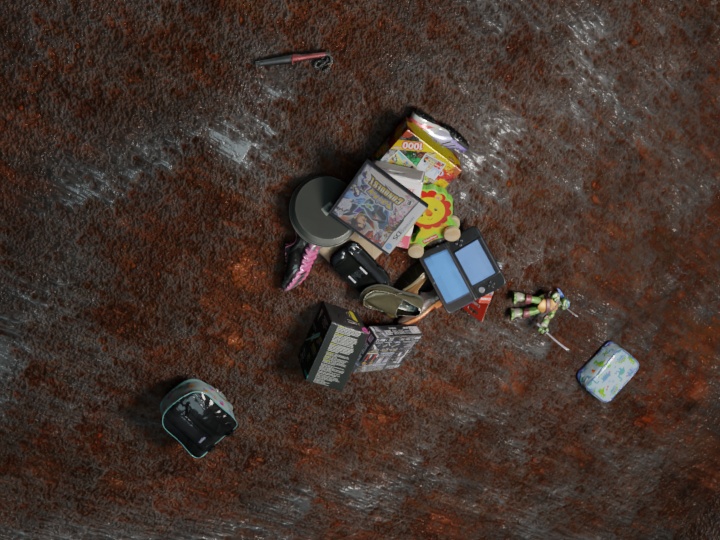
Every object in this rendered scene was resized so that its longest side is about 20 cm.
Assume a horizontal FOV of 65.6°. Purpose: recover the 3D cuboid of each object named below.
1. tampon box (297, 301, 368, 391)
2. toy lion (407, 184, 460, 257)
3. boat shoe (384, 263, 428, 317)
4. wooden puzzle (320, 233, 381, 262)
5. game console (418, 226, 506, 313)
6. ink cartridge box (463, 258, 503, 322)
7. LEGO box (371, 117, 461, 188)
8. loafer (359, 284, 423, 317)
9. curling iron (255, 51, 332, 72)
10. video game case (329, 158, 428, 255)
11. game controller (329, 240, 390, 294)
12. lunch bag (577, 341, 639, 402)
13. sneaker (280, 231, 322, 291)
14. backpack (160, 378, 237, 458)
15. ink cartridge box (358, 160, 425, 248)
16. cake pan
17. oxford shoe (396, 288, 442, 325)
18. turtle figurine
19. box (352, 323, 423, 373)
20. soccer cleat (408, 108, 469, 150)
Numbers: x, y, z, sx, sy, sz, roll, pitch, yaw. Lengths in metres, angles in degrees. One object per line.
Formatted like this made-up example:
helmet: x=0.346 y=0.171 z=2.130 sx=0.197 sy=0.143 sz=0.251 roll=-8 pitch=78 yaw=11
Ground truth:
tampon box: x=-0.083 y=0.224 z=1.665 sx=0.125 sy=0.150 sz=0.201 roll=20 pitch=105 yaw=-21
toy lion: x=0.180 y=-0.149 z=1.585 sx=0.199 sy=0.069 sz=0.192 roll=-26 pitch=123 yaw=30
boat shoe: x=0.144 y=0.062 z=1.713 sx=0.200 sy=0.072 sz=0.068 roll=-43 pitch=118 yaw=16
wooden puzzle: x=-0.020 y=-0.092 z=1.624 sx=0.200 sy=0.037 sz=0.185 roll=-43 pitch=116 yaw=9
game console: x=0.300 y=-0.004 z=1.646 sx=0.170 sy=0.118 sz=0.201 roll=-32 pitch=81 yaw=32
ink cartridge box: x=0.361 y=0.047 z=1.737 sx=0.050 sy=0.109 sz=0.202 roll=3 pitch=111 yaw=-33
LEGO box: x=0.153 y=-0.296 z=1.536 sx=0.199 sy=0.078 sz=0.149 roll=30 pitch=124 yaw=-24
loafer: x=0.095 y=0.093 z=1.641 sx=0.198 sy=0.070 sz=0.076 roll=8 pitch=117 yaw=-11
curling iron: x=-0.165 y=-0.525 z=1.410 sx=0.198 sy=0.026 sz=0.050 roll=-5 pitch=110 yaw=-13
video game case: x=0.046 y=-0.161 z=1.456 sx=0.199 sy=0.026 sz=0.181 roll=35 pitch=121 yaw=-8
game controller: x=0.000 y=0.000 z=1.634 sx=0.104 sy=0.042 sz=0.200 roll=-32 pitch=126 yaw=18
lunch bag: x=0.904 y=0.372 z=2.038 sx=0.160 sy=0.083 sz=0.201 roll=34 pitch=99 yaw=-23
sneaker: x=-0.184 y=-0.034 z=1.587 sx=0.095 sy=0.079 sz=0.201 roll=36 pitch=113 yaw=11
backpack: x=-0.480 y=0.413 z=1.628 sx=0.175 sy=0.153 sz=0.200 roll=-38 pitch=126 yaw=-1
ink cartridge box: x=0.082 y=-0.178 z=1.501 sx=0.144 sy=0.085 sz=0.201 roll=13 pitch=123 yaw=4
cake pan: x=-0.093 y=-0.165 z=1.518 sx=0.198 sy=0.037 sz=0.202 roll=2 pitch=82 yaw=-13
oxford shoe: x=0.191 y=0.108 z=1.754 sx=0.199 sy=0.071 sz=0.073 roll=-33 pitch=84 yaw=7
turtle figurine: x=0.589 y=0.135 z=1.806 sx=0.192 sy=0.202 sz=0.144 roll=2 pitch=152 yaw=5
box: x=0.076 y=0.239 z=1.710 sx=0.199 sy=0.050 sz=0.158 roll=1 pitch=131 yaw=-40
soccer cleat: x=0.214 y=-0.376 z=1.562 sx=0.199 sy=0.068 sz=0.073 roll=21 pitch=123 yaw=-23
